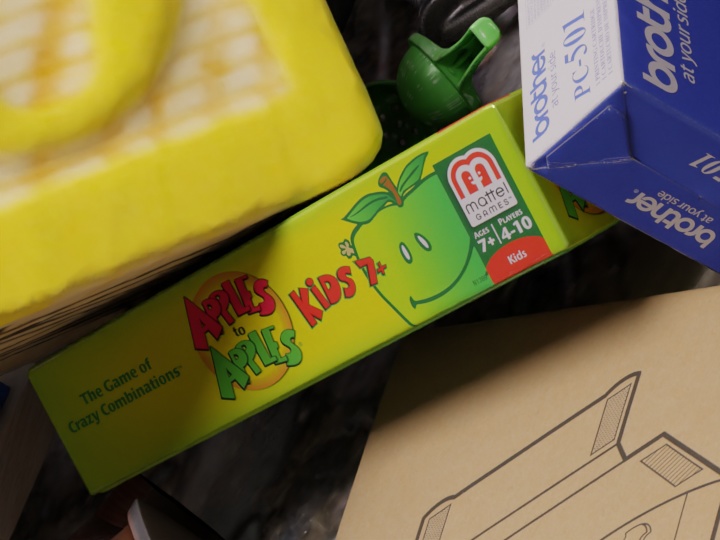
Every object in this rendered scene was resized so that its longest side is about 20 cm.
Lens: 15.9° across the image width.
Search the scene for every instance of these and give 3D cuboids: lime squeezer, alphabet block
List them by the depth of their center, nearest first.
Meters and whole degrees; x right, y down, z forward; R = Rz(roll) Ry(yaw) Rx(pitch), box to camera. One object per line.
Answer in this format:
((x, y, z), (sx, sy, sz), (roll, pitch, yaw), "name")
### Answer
((-0.143, -0.063, 0.817), (0.196, 0.196, 0.200), (-25, -1, -27), "alphabet block")
((0.008, -0.052, 0.869), (0.200, 0.070, 0.038), (-38, 75, 52), "lime squeezer")

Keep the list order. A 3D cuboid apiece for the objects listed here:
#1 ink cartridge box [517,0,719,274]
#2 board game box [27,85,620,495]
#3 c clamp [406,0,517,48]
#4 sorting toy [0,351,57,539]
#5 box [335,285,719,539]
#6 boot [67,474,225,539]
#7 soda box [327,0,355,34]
((0.094, -0.093, 0.773), (0.044, 0.094, 0.201), (-42, 33, 37), "ink cartridge box")
((0.000, 0.000, 0.807), (0.200, 0.048, 0.101), (-28, 0, 35), "board game box")
((0.027, -0.133, 0.971), (0.171, 0.027, 0.200), (-49, 31, -2), "c clamp")
((-0.206, 0.114, 0.951), (0.199, 0.069, 0.201), (-29, 33, 49), "sorting toy")
((0.062, 0.082, 0.724), (0.200, 0.021, 0.164), (-10, 52, 47), "box")
((-0.106, 0.165, 0.802), (0.200, 0.064, 0.186), (-53, 8, -4), "boot")
((-0.026, -0.158, 0.970), (0.063, 0.071, 0.201), (-18, 41, 42), "soda box")
